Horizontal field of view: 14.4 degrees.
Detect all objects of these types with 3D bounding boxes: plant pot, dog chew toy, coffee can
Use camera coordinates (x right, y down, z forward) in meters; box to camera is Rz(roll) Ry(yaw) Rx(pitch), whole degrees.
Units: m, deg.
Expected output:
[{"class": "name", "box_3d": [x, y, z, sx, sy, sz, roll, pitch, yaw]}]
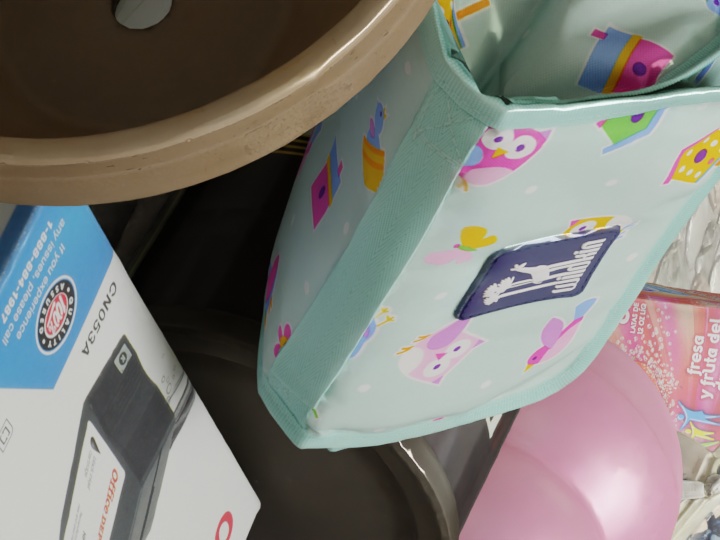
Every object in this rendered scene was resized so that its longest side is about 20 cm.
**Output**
[{"class": "plant pot", "box_3d": [-0.064, -0.094, 0.762, 0.093, 0.200, 0.202, 75, 33, -61]}, {"class": "dog chew toy", "box_3d": [0.043, 0.105, 1.062, 0.200, 0.124, 0.125, -54, 145, -47]}, {"class": "coffee can", "box_3d": [0.000, 0.000, 0.996, 0.147, 0.145, 0.201, 75, 34, -44]}]

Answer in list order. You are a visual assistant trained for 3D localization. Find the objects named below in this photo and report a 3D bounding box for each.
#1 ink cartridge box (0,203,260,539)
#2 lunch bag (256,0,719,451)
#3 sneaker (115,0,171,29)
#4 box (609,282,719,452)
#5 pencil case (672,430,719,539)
[{"class": "ink cartridge box", "box_3d": [-0.116, 0.074, 0.841, 0.200, 0.083, 0.146, 65, 42, -53]}, {"class": "lunch bag", "box_3d": [0.050, -0.051, 0.848, 0.200, 0.122, 0.171, -54, 177, -42]}, {"class": "sneaker", "box_3d": [-0.035, -0.105, 0.929, 0.087, 0.074, 0.200, 54, 44, -16]}, {"class": "box", "box_3d": [0.131, 0.108, 1.352, 0.103, 0.094, 0.201, -148, -114, -78]}, {"class": "pencil case", "box_3d": [0.095, 0.152, 1.213, 0.200, 0.078, 0.090, -51, 171, -30]}]
